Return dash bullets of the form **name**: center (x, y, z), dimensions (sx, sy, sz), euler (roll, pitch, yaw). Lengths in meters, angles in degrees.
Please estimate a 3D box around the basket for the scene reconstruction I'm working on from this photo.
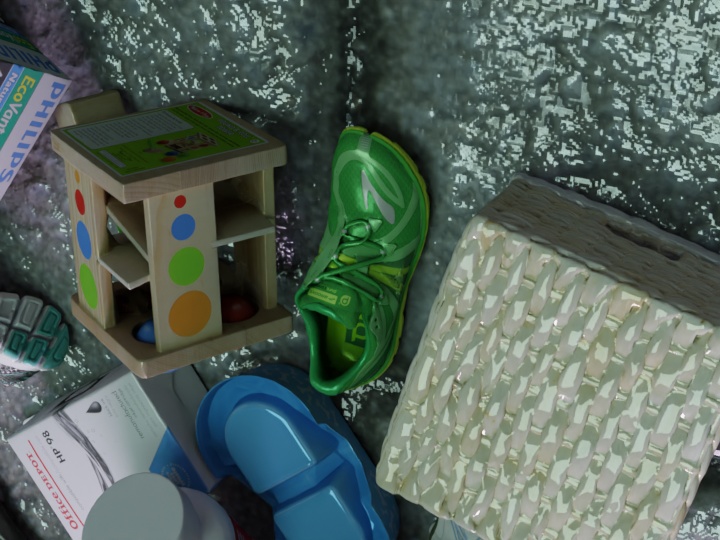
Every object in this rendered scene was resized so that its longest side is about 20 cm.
- **basket**: center (0.133, 0.073, 0.923), dimensions (0.196, 0.161, 0.202), euler (25, 108, 13)

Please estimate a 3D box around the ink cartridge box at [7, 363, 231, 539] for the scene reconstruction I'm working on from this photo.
- **ink cartridge box**: center (-0.206, 0.152, 1.207), dimensions (0.199, 0.067, 0.117), euler (-28, 99, 33)

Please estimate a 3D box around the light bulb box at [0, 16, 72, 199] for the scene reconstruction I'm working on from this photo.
- **light bulb box**: center (-0.353, -0.123, 1.066), dimensions (0.199, 0.124, 0.199), euler (39, 103, 21)

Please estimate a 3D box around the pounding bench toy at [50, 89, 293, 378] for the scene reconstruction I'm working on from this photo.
- **pounding bench toy**: center (-0.151, -0.032, 1.062), dimensions (0.199, 0.123, 0.158), euler (33, 131, 50)

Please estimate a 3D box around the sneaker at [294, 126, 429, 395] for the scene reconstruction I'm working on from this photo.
- **sneaker**: center (0.000, 0.000, 1.026), dimensions (0.073, 0.084, 0.203), euler (14, 117, 21)

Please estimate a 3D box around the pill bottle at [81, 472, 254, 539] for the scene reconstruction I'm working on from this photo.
- **pill bottle**: center (-0.130, 0.238, 1.129), dimensions (0.111, 0.113, 0.201), euler (3, 148, 25)

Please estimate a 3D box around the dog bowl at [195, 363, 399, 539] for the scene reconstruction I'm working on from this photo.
- **dog bowl**: center (-0.043, 0.160, 1.138), dimensions (0.111, 0.050, 0.201), euler (-30, 97, 31)

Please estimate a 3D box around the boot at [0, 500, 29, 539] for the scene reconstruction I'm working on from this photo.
- **boot**: center (-0.386, 0.267, 1.349), dimensions (0.199, 0.078, 0.139), euler (-32, 100, 35)

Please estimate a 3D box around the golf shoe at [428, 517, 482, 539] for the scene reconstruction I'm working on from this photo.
- **golf shoe**: center (0.097, 0.216, 1.093), dimensions (0.096, 0.078, 0.203), euler (7, 110, 43)

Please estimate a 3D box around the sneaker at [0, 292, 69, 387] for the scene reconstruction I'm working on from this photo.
- **sneaker**: center (-0.341, 0.041, 1.195), dimensions (0.199, 0.078, 0.091), euler (32, 138, -20)
